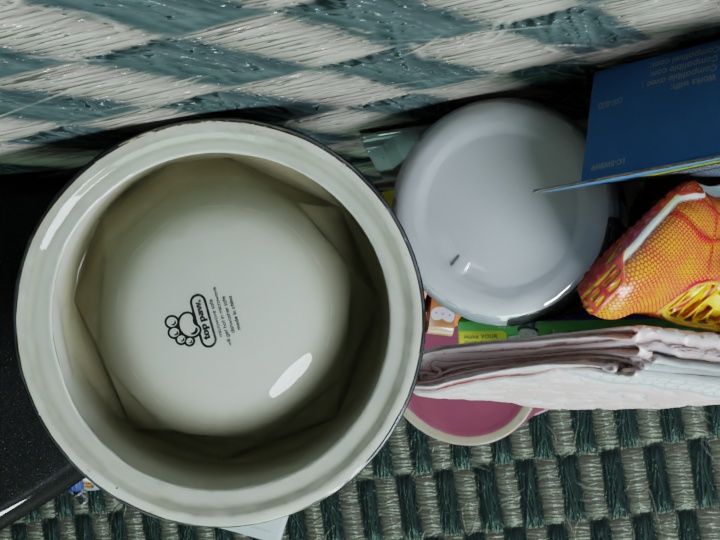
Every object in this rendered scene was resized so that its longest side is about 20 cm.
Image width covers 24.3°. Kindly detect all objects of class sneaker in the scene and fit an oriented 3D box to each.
[{"bbox_3d":[0.179,-0.002,0.866,0.200,0.077,0.073,-15,154,-53],"label":"sneaker"}]

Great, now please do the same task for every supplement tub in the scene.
[{"bbox_3d":[0.092,-0.030,0.971,0.122,0.123,0.200,-9,178,10],"label":"supplement tub"}]

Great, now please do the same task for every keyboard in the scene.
[{"bbox_3d":[0.034,-0.076,1.048,0.056,0.011,0.200,-14,177,3],"label":"keyboard"}]

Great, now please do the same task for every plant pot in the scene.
[{"bbox_3d":[0.102,0.052,1.400,0.200,0.200,0.179,-10,-163,20],"label":"plant pot"},{"bbox_3d":[-0.209,0.045,0.973,0.177,0.200,0.199,-19,180,-15],"label":"plant pot"}]

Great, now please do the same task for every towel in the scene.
[{"bbox_3d":[0.156,0.059,0.946,0.200,0.032,0.191,8,170,-36],"label":"towel"}]

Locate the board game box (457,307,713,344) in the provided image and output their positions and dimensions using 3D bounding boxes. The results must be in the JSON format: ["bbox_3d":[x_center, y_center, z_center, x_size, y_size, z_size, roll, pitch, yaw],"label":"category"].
[{"bbox_3d":[0.172,0.025,1.082,0.200,0.029,0.135,-1,-166,13],"label":"board game box"}]

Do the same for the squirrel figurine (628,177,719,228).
[{"bbox_3d":[0.249,-0.056,1.053,0.200,0.142,0.187,-9,-170,-34],"label":"squirrel figurine"}]

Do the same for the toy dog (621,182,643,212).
[{"bbox_3d":[0.126,-0.048,1.193,0.200,0.097,0.132,-16,159,36],"label":"toy dog"}]

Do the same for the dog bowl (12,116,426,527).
[{"bbox_3d":[-0.068,0.023,0.842,0.200,0.201,0.074,-9,-175,0],"label":"dog bowl"}]

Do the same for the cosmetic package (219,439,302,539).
[{"bbox_3d":[-0.052,0.045,0.985,0.071,0.200,0.102,16,139,-2],"label":"cosmetic package"}]

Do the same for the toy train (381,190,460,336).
[{"bbox_3d":[0.000,0.000,1.139,0.200,0.056,0.150,10,148,-10],"label":"toy train"}]

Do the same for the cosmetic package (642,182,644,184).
[{"bbox_3d":[0.218,-0.020,1.270,0.200,0.107,0.090,-21,-160,36],"label":"cosmetic package"}]

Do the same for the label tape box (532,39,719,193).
[{"bbox_3d":[0.195,-0.083,0.819,0.144,0.063,0.200,-10,177,44],"label":"label tape box"}]

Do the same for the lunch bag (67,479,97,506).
[{"bbox_3d":[-0.202,0.066,1.194,0.075,0.200,0.160,-12,178,-14],"label":"lunch bag"}]
